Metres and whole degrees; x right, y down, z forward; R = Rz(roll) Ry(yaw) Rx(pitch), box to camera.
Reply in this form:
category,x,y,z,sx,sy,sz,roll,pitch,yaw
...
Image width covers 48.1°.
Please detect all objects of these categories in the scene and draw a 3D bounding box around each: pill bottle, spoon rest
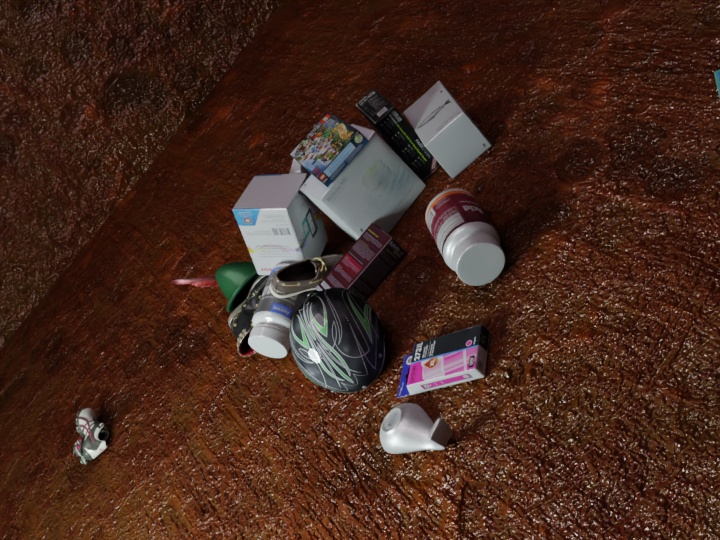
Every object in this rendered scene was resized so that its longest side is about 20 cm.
category,x,y,z,sx,sy,sz,roll,pitch,yaw
pill bottle,-0.184,0.094,1.871,0.113,0.114,0.201,-17,44,41
pill bottle,0.204,-0.066,1.566,0.114,0.114,0.200,-40,33,14
spoon rest,0.096,0.279,1.398,0.100,0.061,0.200,-58,20,-18

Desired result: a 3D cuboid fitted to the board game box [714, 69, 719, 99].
category,x,y,z,sx,sy,sz,roll,pitch,yaw
board game box,0.686,-0.308,1.300,0.199,0.045,0.153,-25,39,34

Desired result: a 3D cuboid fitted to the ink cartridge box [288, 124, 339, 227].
category,x,y,z,sx,sy,sz,roll,pitch,yaw
ink cartridge box,-0.085,-0.236,2.020,0.045,0.200,0.177,-21,40,33

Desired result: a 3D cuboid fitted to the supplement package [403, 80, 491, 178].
category,x,y,z,sx,sy,sz,roll,pitch,yaw
supplement package,0.197,-0.326,1.850,0.117,0.117,0.200,-39,33,12

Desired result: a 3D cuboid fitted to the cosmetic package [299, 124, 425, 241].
category,x,y,z,sx,sy,sz,roll,pitch,yaw
cosmetic package,0.006,-0.192,1.861,0.200,0.200,0.123,-52,32,-4

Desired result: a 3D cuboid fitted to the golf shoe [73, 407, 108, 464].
category,x,y,z,sx,sy,sz,roll,pitch,yaw
golf shoe,-0.736,0.447,2.228,0.088,0.077,0.200,-25,36,-1

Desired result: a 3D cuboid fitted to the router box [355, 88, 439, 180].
category,x,y,z,sx,sy,sz,roll,pitch,yaw
router box,0.088,-0.320,1.896,0.062,0.200,0.150,-42,33,4

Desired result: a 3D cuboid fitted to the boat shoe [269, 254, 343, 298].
category,x,y,z,sx,sy,sz,roll,pitch,yaw
boat shoe,-0.111,0.004,1.840,0.072,0.199,0.060,62,154,21

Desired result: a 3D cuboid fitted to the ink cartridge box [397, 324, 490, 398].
category,x,y,z,sx,sy,sz,roll,pitch,yaw
ink cartridge box,0.143,0.167,1.470,0.199,0.037,0.095,-23,40,38

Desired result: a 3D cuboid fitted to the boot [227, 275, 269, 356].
category,x,y,z,sx,sy,sz,roll,pitch,yaw
boot,-0.247,0.106,1.973,0.200,0.073,0.151,-46,30,12

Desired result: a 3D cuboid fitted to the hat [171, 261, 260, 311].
category,x,y,z,sx,sy,sz,roll,pitch,yaw
hat,-0.345,-0.007,2.051,0.200,0.176,0.166,-43,-10,-30

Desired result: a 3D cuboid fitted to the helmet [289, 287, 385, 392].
category,x,y,z,sx,sy,sz,roll,pitch,yaw
helmet,-0.046,0.140,1.600,0.200,0.200,0.191,-37,16,18

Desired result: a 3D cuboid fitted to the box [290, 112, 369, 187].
category,x,y,z,sx,sy,sz,roll,pitch,yaw
box,-0.074,-0.277,1.822,0.137,0.038,0.200,-48,31,2

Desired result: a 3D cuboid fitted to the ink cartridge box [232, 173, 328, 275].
category,x,y,z,sx,sy,sz,roll,pitch,yaw
ink cartridge box,-0.187,-0.108,1.929,0.146,0.201,0.146,1,40,21

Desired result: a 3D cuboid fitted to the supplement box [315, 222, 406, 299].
category,x,y,z,sx,sy,sz,roll,pitch,yaw
supplement box,0.000,0.000,1.796,0.200,0.061,0.109,-49,32,2
